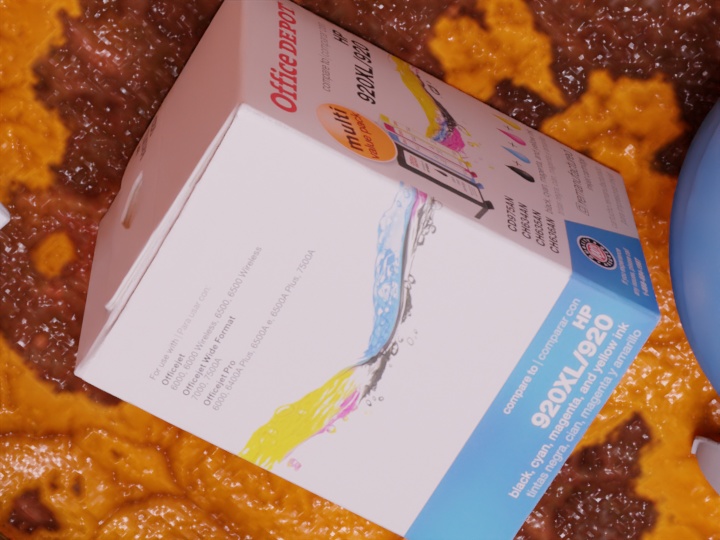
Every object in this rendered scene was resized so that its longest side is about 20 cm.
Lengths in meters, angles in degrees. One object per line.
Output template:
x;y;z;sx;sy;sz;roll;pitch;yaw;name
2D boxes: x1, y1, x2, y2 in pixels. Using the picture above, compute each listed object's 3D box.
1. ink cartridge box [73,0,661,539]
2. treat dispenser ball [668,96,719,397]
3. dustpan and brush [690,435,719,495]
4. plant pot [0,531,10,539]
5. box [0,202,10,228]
0.000;0.000;1.216;0.199;0.147;0.145;26;113;-14;ink cartridge box
0.228;-0.010;1.186;0.200;0.201;0.202;-1;117;-1;treat dispenser ball
0.227;0.102;1.245;0.139;0.200;0.058;9;108;-5;dustpan and brush
-0.230;0.187;1.255;0.195;0.194;0.200;37;87;23;plant pot
-0.272;-0.047;1.220;0.156;0.041;0.200;-42;111;-4;box
